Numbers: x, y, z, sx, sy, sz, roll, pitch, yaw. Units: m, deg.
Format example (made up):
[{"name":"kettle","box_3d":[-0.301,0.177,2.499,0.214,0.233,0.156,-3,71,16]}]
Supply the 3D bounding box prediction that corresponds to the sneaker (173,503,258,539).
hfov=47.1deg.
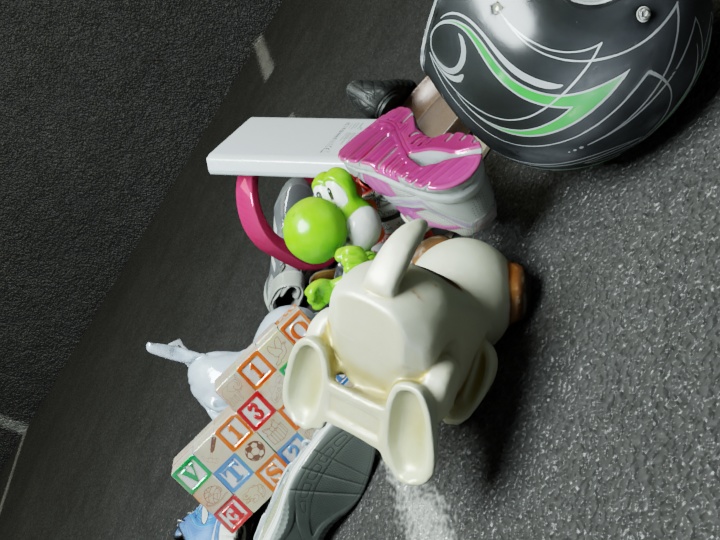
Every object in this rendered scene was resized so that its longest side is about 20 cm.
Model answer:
[{"name":"sneaker","box_3d":[-0.167,0.275,0.929,0.088,0.079,0.201,-10,39,10]}]

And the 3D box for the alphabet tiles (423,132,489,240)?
[{"name":"alphabet tiles","box_3d":[0.077,-0.084,0.953,0.196,0.015,0.200,-57,22,11]}]

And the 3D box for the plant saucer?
[{"name":"plant saucer","box_3d":[0.092,-0.184,0.988,0.200,0.034,0.201,-44,24,25]}]

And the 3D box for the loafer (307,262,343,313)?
[{"name":"loafer","box_3d":[-0.026,0.023,0.957,0.200,0.072,0.073,-33,28,59]}]

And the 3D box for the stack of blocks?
[{"name":"stack of blocks","box_3d":[-0.096,0.145,0.828,0.200,0.115,0.059,-44,9,-4]}]

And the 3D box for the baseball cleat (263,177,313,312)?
[{"name":"baseball cleat","box_3d":[-0.089,-0.024,1.138,0.107,0.069,0.202,-124,40,-68]}]

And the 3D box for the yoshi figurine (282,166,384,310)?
[{"name":"yoshi figurine","box_3d":[-0.014,0.006,0.784,0.112,0.202,0.112,-21,5,15]}]

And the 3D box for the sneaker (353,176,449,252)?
[{"name":"sneaker","box_3d":[0.016,-0.065,0.897,0.201,0.107,0.068,-26,40,55]}]

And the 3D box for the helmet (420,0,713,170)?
[{"name":"helmet","box_3d":[0.163,-0.175,0.638,0.201,0.190,0.200,-53,-13,-17]}]

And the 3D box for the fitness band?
[{"name":"fitness band","box_3d":[-0.086,-0.081,1.072,0.037,0.200,0.145,-1,71,35]}]

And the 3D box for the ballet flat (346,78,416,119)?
[{"name":"ballet flat","box_3d":[0.034,-0.234,1.096,0.067,0.057,0.200,-55,-6,16]}]

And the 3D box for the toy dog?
[{"name":"toy dog","box_3d":[0.048,0.037,0.661,0.139,0.199,0.196,11,113,33]}]

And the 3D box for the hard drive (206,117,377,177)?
[{"name":"hard drive","box_3d":[-0.063,-0.146,0.974,0.132,0.198,0.027,-58,-33,-53]}]

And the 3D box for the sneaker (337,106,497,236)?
[{"name":"sneaker","box_3d":[0.049,-0.081,0.742,0.081,0.089,0.200,-38,35,-8]}]

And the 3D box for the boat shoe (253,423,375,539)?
[{"name":"boat shoe","box_3d":[-0.052,0.219,0.795,0.203,0.074,0.065,-65,25,10]}]

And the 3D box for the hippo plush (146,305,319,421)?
[{"name":"hippo plush","box_3d":[-0.099,0.112,0.937,0.160,0.201,0.159,-39,-7,4]}]
